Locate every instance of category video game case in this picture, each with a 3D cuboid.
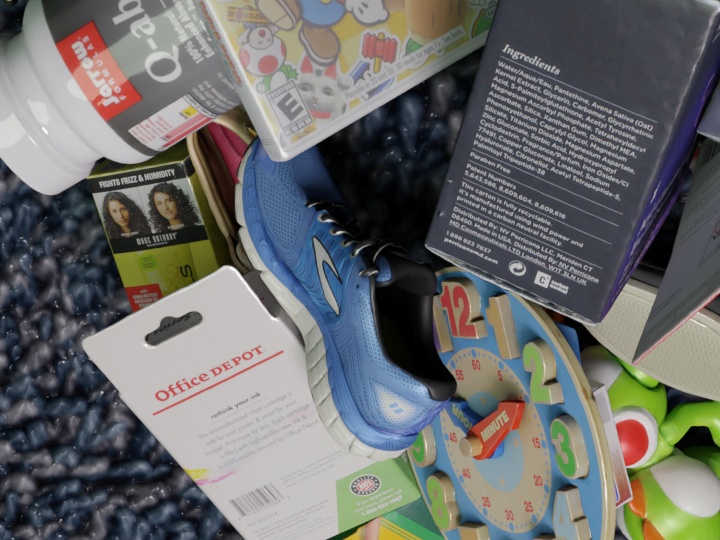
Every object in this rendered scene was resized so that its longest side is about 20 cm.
[{"bbox_3d":[-0.003,-0.183,0.968,0.023,0.200,0.182,7,126,64],"label":"video game case"}]

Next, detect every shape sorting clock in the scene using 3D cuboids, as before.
[{"bbox_3d":[0.074,0.094,1.017,0.200,0.039,0.200,29,124,55],"label":"shape sorting clock"}]

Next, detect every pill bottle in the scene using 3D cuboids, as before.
[{"bbox_3d":[-0.116,-0.131,1.037,0.200,0.116,0.116,-31,101,12],"label":"pill bottle"}]

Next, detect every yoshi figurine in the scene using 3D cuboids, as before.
[{"bbox_3d":[0.172,0.094,1.092,0.200,0.112,0.112,63,162,0],"label":"yoshi figurine"}]

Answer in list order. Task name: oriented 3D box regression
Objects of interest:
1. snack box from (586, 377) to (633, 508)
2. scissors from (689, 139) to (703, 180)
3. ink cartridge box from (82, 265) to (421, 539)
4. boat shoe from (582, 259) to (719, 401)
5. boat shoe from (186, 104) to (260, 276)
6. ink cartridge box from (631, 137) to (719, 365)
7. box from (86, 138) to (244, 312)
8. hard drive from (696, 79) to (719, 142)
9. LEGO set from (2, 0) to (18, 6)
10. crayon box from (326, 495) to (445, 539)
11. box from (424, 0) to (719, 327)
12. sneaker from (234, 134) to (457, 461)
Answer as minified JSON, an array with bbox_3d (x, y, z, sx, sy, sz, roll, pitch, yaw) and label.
[{"bbox_3d":[0.083,0.083,1.077,0.200,0.024,0.072,15,127,59],"label":"snack box"},{"bbox_3d":[0.200,-0.063,1.039,0.073,0.014,0.200,-23,104,31],"label":"scissors"},{"bbox_3d":[-0.062,0.072,1.102,0.117,0.067,0.200,-26,120,19],"label":"ink cartridge box"},{"bbox_3d":[0.211,0.033,1.029,0.200,0.068,0.072,20,145,-5],"label":"boat shoe"},{"bbox_3d":[-0.051,-0.020,1.120,0.074,0.069,0.200,-22,105,28],"label":"boat shoe"},{"bbox_3d":[0.221,-0.051,0.894,0.045,0.176,0.200,32,140,-8],"label":"ink cartridge box"},{"bbox_3d":[-0.105,0.018,1.170,0.075,0.050,0.200,-7,112,22],"label":"box"},{"bbox_3d":[0.227,-0.148,0.876,0.025,0.132,0.200,24,97,-7],"label":"hard drive"},{"bbox_3d":[-0.164,-0.248,1.003,0.200,0.154,0.116,-36,80,30],"label":"LEGO set"},{"bbox_3d":[0.023,0.211,1.210,0.200,0.058,0.119,-34,99,30],"label":"crayon box"},{"bbox_3d":[0.126,-0.100,0.945,0.104,0.148,0.200,25,129,12],"label":"box"},{"bbox_3d":[0.000,0.000,1.025,0.089,0.079,0.200,-37,72,36],"label":"sneaker"}]
